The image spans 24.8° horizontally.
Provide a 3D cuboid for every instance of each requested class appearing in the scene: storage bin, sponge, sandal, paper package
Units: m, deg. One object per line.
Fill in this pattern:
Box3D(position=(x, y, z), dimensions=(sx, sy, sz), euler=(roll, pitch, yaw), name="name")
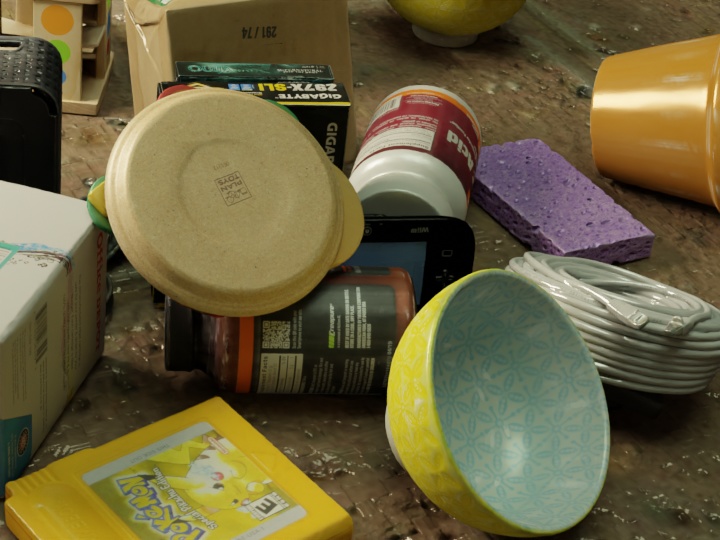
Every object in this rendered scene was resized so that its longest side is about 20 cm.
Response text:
Box3D(position=(-0.325, -0.091, 1.397), dimensions=(0.135, 0.200, 0.094), euler=(2, 33, -9), name="storage bin")
Box3D(position=(0.186, -0.066, 1.620), dimensions=(0.111, 0.030, 0.200), euler=(-13, 38, -28), name="sponge")
Box3D(position=(0.157, 0.087, 1.373), dimensions=(0.200, 0.043, 0.076), euler=(18, 14, 15), name="sandal")
Box3D(position=(-0.113, -0.184, 1.582), dimensions=(0.200, 0.191, 0.103), euler=(-14, 21, -28), name="paper package")

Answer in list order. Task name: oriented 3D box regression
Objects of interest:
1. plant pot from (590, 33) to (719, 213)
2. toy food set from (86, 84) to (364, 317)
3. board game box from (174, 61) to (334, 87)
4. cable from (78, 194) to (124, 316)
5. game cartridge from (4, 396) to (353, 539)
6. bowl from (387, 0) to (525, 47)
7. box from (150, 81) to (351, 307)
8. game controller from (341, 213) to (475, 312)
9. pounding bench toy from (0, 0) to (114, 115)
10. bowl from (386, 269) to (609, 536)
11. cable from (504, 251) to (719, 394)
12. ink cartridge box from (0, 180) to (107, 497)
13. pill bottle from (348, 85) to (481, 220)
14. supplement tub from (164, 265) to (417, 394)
Box3D(position=(0.336, -0.153, 1.653), dimensions=(0.183, 0.201, 0.200), euler=(4, 30, 23), name="plant pot")
Box3D(position=(-0.105, -0.056, 1.281), dimensions=(0.198, 0.049, 0.200), euler=(47, 61, 3), name="toy food set")
Box3D(position=(-0.100, -0.089, 1.439), dimensions=(0.135, 0.200, 0.028), euler=(0, 36, -13), name="board game box")
Box3D(position=(-0.232, -0.028, 1.457), dimensions=(0.097, 0.050, 0.200), euler=(16, 33, 9), name="cable")
Box3D(position=(-0.135, 0.177, 1.187), dimensions=(0.200, 0.033, 0.176), euler=(-20, 42, -37), name="game cartridge")
Box3D(position=(0.107, -0.328, 1.925), dimensions=(0.200, 0.108, 0.200), euler=(5, 33, -3), name="bowl")
Box3D(position=(-0.098, -0.064, 1.404), dimensions=(0.159, 0.200, 0.049), euler=(1, 32, -11), name="box")
Box3D(position=(0.000, 0.000, 1.414), dimensions=(0.199, 0.105, 0.042), euler=(-2, 37, -14), name="game controller")
Box3D(position=(-0.323, -0.284, 1.729), dimensions=(0.124, 0.156, 0.200), euler=(6, 33, -2), name="pounding bench toy")
Box3D(position=(0.083, 0.109, 1.231), dimensions=(0.108, 0.200, 0.200), euler=(-22, 11, 41), name="bowl")
Box3D(position=(0.214, 0.042, 1.378), dimensions=(0.200, 0.069, 0.200), euler=(24, 14, 40), name="cable")
Box3D(position=(-0.296, 0.042, 1.253), dimensions=(0.146, 0.147, 0.200), euler=(13, 33, 9), name="ink cartridge box")
Box3D(position=(0.049, -0.083, 1.540), dimensions=(0.114, 0.114, 0.200), euler=(11, 34, 4), name="pill bottle")
Box3D(position=(-0.058, 0.047, 1.329), dimensions=(0.199, 0.107, 0.107), euler=(2, 34, -8), name="supplement tub")
